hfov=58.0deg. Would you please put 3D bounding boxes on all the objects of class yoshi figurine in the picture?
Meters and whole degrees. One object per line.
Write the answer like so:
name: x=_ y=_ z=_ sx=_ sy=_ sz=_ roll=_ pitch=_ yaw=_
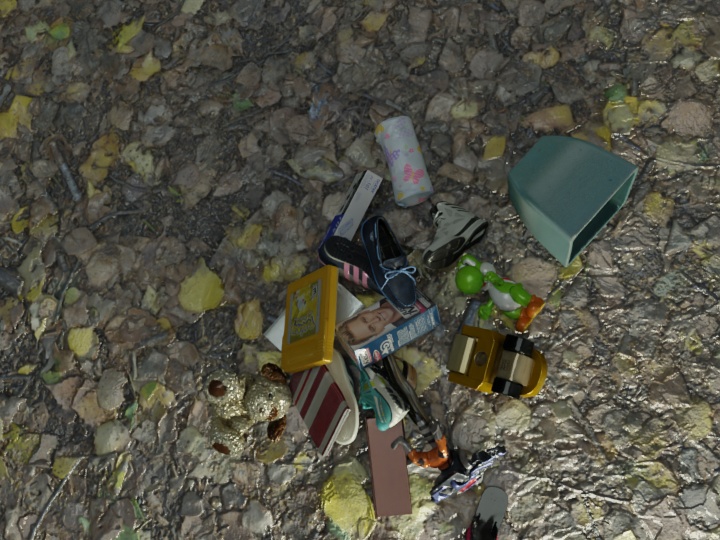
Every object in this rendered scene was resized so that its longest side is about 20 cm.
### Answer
yoshi figurine: x=0.276 y=0.047 z=1.365 sx=0.200 sy=0.112 sz=0.113 roll=38 pitch=94 yaw=16

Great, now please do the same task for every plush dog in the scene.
plush dog: x=-0.234 y=0.280 z=1.399 sx=0.171 sy=0.161 sz=0.201 roll=-2 pitch=107 yaw=-3

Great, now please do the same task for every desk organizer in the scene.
desk organizer: x=0.060 y=0.402 z=1.349 sx=0.077 sy=0.072 sz=0.201 roll=-7 pitch=79 yaw=5

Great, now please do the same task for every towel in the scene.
towel: x=-0.087 y=0.261 z=1.341 sx=0.200 sy=0.023 sz=0.144 roll=54 pitch=131 yaw=43

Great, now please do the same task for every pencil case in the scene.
pencil case: x=0.097 y=-0.245 z=1.457 sx=0.090 sy=0.083 sz=0.201 roll=-17 pitch=78 yaw=3

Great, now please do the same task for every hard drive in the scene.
hard drive: x=-0.103 y=0.112 z=1.452 sx=0.132 sy=0.026 sz=0.200 roll=41 pitch=87 yaw=14

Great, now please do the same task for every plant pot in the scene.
plant pot: x=0.416 y=-0.162 z=1.344 sx=0.200 sy=0.196 sz=0.196 roll=42 pitch=88 yaw=22

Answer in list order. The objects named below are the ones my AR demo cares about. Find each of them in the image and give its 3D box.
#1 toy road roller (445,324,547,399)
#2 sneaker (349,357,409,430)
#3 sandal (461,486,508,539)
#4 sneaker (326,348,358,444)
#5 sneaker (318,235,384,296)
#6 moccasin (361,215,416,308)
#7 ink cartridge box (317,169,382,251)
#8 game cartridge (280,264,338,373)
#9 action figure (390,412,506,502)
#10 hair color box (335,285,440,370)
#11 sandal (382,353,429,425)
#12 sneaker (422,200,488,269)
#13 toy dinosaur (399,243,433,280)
toy road roller: x=0.292 y=0.198 z=1.341 sx=0.200 sy=0.146 sz=0.123 roll=9 pitch=79 yaw=48
sneaker: x=0.022 y=0.245 z=1.347 sx=0.080 sy=0.077 sz=0.200 roll=-48 pitch=40 yaw=9
sandal: x=0.245 y=0.535 z=1.307 sx=0.075 sy=0.045 sz=0.201 roll=17 pitch=83 yaw=11
sneaker: x=-0.037 y=0.267 z=1.378 sx=0.075 sy=0.085 sz=0.201 roll=-13 pitch=72 yaw=13
sneaker: x=0.000 y=0.000 z=1.375 sx=0.200 sy=0.082 sz=0.070 roll=35 pitch=58 yaw=-10
moccasin: x=0.058 y=-0.016 z=1.319 sx=0.080 sy=0.068 sz=0.200 roll=-28 pitch=89 yaw=-28
ink cartridge box: x=-0.024 y=-0.123 z=1.445 sx=0.044 sy=0.094 sz=0.200 roll=28 pitch=85 yaw=-14
game cartridge: x=-0.110 y=0.105 z=1.355 sx=0.032 sy=0.176 sz=0.201 roll=18 pitch=64 yaw=-31
action figure: x=0.189 y=0.364 z=1.299 sx=0.200 sy=0.105 sz=0.193 roll=-38 pitch=113 yaw=22
hair color box: x=0.056 y=0.114 z=1.359 sx=0.200 sy=0.061 sz=0.100 roll=-28 pitch=38 yaw=-15
sandal: x=0.100 y=0.234 z=1.373 sx=0.054 sy=0.082 sz=0.200 roll=-26 pitch=73 yaw=-16
sneaker: x=0.173 y=-0.080 z=1.394 sx=0.115 sy=0.076 sz=0.200 roll=38 pitch=48 yaw=25
toy dinosaur: x=0.068 y=-0.035 z=1.413 sx=0.199 sy=0.102 sz=0.077 roll=16 pitch=82 yaw=10
